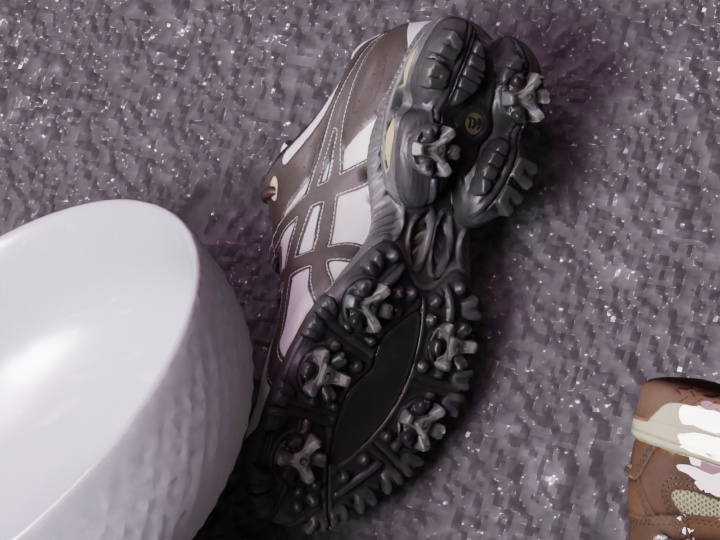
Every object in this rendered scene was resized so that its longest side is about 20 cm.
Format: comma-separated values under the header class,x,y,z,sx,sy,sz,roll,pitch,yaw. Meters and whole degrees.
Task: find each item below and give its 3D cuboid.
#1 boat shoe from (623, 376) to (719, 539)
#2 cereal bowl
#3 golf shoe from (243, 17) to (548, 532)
class,x,y,z,sx,sy,sz,roll,pitch,yaw
boat shoe,0.182,0.094,0.877,0.202,0.075,0.075,15,95,31
cereal bowl,-0.118,0.073,0.944,0.200,0.083,0.200,-26,33,18
golf shoe,0.000,0.000,0.994,0.094,0.078,0.201,14,77,54
